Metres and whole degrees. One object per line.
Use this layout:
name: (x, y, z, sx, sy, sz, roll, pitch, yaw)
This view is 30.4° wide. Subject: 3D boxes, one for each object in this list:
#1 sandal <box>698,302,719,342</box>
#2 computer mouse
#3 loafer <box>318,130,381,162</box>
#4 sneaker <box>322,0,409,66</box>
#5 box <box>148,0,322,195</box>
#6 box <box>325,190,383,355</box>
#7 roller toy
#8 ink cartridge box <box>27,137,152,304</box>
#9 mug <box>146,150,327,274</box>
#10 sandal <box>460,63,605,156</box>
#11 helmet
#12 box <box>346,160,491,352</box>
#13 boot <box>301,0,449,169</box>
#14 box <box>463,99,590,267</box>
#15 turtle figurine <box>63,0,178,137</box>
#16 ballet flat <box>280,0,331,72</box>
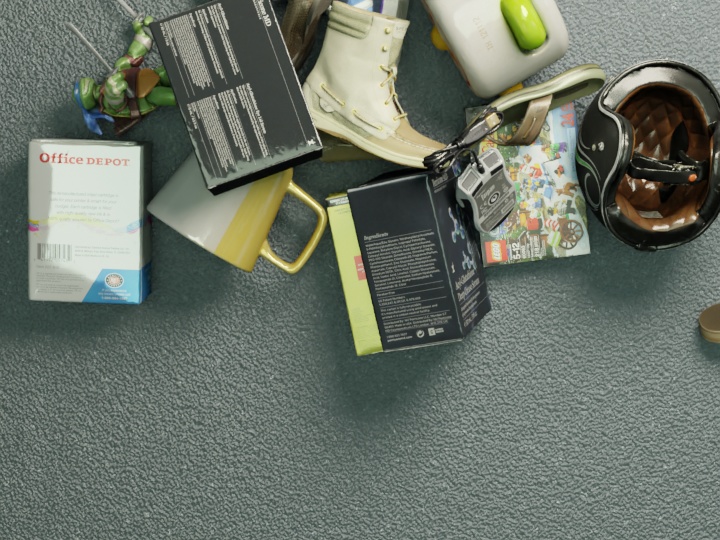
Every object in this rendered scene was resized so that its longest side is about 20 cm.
sandal: (0.534, 0.069, 1.662, 0.210, 0.078, 0.070, -10, 129, 10)
computer mouse: (0.135, -0.111, 1.558, 0.110, 0.200, 0.044, -44, 60, -10)
loafer: (-0.019, -0.162, 1.638, 0.199, 0.076, 0.068, 20, 101, 8)
sneaker: (-0.023, -0.306, 1.620, 0.146, 0.081, 0.201, 16, 108, 14)
box: (-0.140, -0.205, 1.513, 0.140, 0.079, 0.201, -19, 87, 0)
box: (0.000, 0.000, 1.657, 0.050, 0.075, 0.201, -10, 97, 3)
roller toy: (0.146, -0.302, 1.554, 0.139, 0.200, 0.183, -29, 74, 6)
ink cartridge box: (-0.336, -0.065, 1.654, 0.144, 0.085, 0.201, 2, 100, 1)
mug: (-0.147, -0.093, 1.630, 0.186, 0.149, 0.154, 32, 90, -36)
sandal: (0.205, -0.183, 1.574, 0.200, 0.080, 0.058, -24, 78, 1)
helmet: (0.345, -0.141, 1.566, 0.199, 0.191, 0.201, 1, 131, 1)
box: (0.074, -0.021, 1.602, 0.106, 0.148, 0.201, -11, 99, 20)
boot: (0.032, -0.215, 1.544, 0.199, 0.072, 0.155, 24, 105, 11)
box: (0.208, -0.112, 1.650, 0.136, 0.038, 0.201, -8, 98, 3)
turtle figurine: (-0.255, -0.254, 1.596, 0.193, 0.144, 0.201, 2, 102, -2)
ballet flat: (-0.082, -0.283, 1.579, 0.046, 0.200, 0.067, 38, 56, 4)
